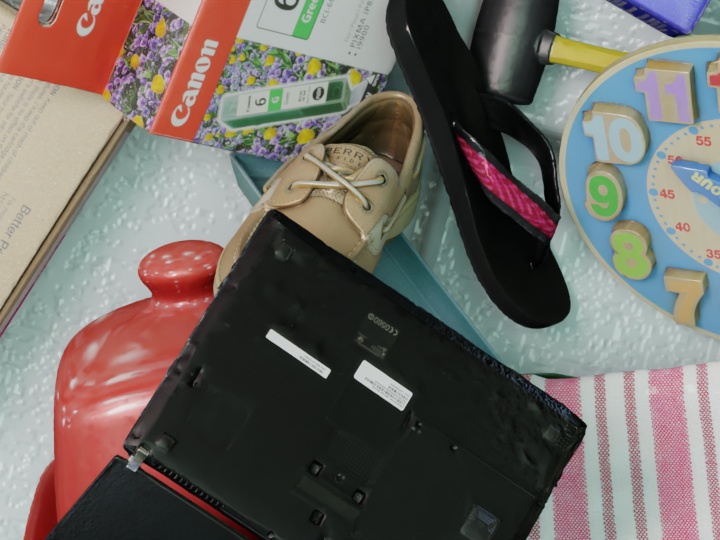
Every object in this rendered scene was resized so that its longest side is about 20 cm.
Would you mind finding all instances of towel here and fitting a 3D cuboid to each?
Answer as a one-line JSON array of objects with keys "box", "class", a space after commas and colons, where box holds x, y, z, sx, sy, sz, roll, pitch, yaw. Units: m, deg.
[{"box": [0.175, 0.106, 1.179, 0.200, 0.030, 0.146, -4, 54, 2], "class": "towel"}]

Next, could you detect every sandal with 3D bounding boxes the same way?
[{"box": [0.070, -0.056, 1.205, 0.045, 0.075, 0.200, -14, 114, 24], "class": "sandal"}]

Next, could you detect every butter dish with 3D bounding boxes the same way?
[{"box": [-0.075, 0.057, 1.161, 0.199, 0.200, 0.148, -11, 106, 0], "class": "butter dish"}]

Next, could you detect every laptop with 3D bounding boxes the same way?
[{"box": [-0.031, 0.109, 1.069, 0.177, 0.103, 0.200, 34, 72, -11], "class": "laptop"}]

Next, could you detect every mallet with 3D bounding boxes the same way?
[{"box": [0.141, -0.092, 1.207, 0.200, 0.041, 0.066, 24, 96, 28], "class": "mallet"}]

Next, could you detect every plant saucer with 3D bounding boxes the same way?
[{"box": [0.000, 0.000, 1.181, 0.070, 0.200, 0.019, 1, 122, -30], "class": "plant saucer"}]

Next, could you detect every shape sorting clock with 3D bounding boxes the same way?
[{"box": [0.193, -0.033, 1.178, 0.200, 0.039, 0.200, 16, 134, 18], "class": "shape sorting clock"}]

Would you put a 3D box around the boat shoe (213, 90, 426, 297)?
[{"box": [-0.017, -0.032, 1.137, 0.071, 0.200, 0.065, 19, 118, 8], "class": "boat shoe"}]

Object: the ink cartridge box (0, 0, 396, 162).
[{"box": [-0.070, -0.118, 1.170, 0.200, 0.050, 0.109, 10, 110, -44], "class": "ink cartridge box"}]

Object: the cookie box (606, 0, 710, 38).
[{"box": [0.121, -0.241, 1.221, 0.200, 0.075, 0.171, 30, 92, -1], "class": "cookie box"}]

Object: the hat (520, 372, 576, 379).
[{"box": [0.081, 0.151, 1.185, 0.200, 0.176, 0.166, -45, 92, 1], "class": "hat"}]

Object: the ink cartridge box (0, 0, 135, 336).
[{"box": [-0.229, -0.052, 1.229, 0.165, 0.075, 0.200, 33, 91, -3], "class": "ink cartridge box"}]
